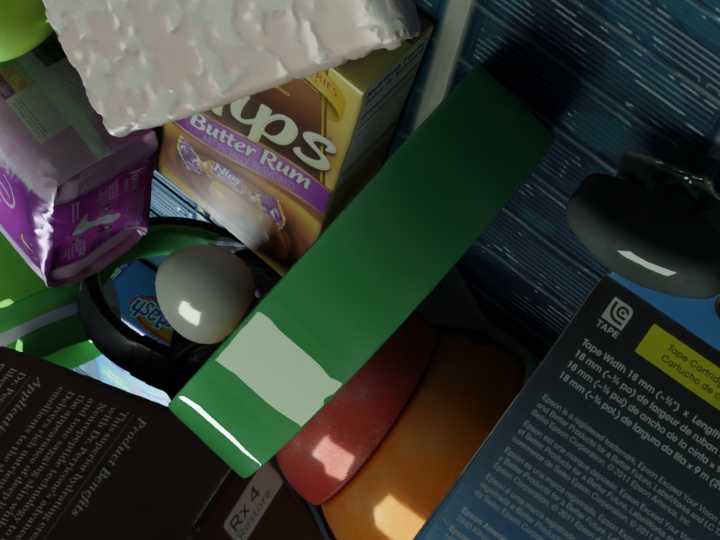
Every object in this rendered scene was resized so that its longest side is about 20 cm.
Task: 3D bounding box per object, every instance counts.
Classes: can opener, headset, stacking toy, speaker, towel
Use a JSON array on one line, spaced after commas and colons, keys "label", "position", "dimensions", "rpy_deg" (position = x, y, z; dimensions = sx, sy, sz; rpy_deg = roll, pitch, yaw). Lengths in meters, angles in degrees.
[{"label": "can opener", "position": [0.177, 0.007, 0.707], "dimensions": [0.199, 0.067, 0.053], "rpy_deg": [22, 146, 27]}, {"label": "headset", "position": [-0.060, 0.023, 1.012], "dimensions": [0.199, 0.124, 0.094], "rpy_deg": [25, 128, 5]}, {"label": "stacking toy", "position": [-0.019, 0.054, 0.917], "dimensions": [0.199, 0.147, 0.146], "rpy_deg": [37, 155, -10]}, {"label": "speaker", "position": [-0.211, -0.039, 1.075], "dimensions": [0.202, 0.088, 0.088], "rpy_deg": [67, 156, 10]}, {"label": "towel", "position": [-0.083, -0.166, 0.758], "dimensions": [0.190, 0.032, 0.201], "rpy_deg": [-13, 108, 43]}]

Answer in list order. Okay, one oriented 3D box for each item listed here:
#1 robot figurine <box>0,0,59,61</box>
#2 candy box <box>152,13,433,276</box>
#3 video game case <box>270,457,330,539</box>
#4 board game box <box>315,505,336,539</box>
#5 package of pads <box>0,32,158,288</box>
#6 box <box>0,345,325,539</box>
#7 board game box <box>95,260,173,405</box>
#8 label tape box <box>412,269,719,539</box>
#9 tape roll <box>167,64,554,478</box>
[{"label": "robot figurine", "position": [-0.221, -0.169, 0.873], "dimensions": [0.198, 0.177, 0.116], "rpy_deg": [15, 166, 6]}, {"label": "candy box", "position": [-0.043, -0.084, 0.882], "dimensions": [0.116, 0.056, 0.200], "rpy_deg": [39, 152, 10]}, {"label": "video game case", "position": [-0.062, 0.166, 1.125], "dimensions": [0.184, 0.022, 0.200], "rpy_deg": [66, 158, 2]}, {"label": "board game box", "position": [-0.004, 0.190, 1.127], "dimensions": [0.120, 0.032, 0.201], "rpy_deg": [118, 126, -81]}, {"label": "package of pads", "position": [-0.195, -0.097, 0.975], "dimensions": [0.200, 0.075, 0.121], "rpy_deg": [49, 155, 16]}, {"label": "box", "position": [-0.139, 0.172, 0.977], "dimensions": [0.199, 0.166, 0.165], "rpy_deg": [17, 151, 36]}, {"label": "board game box", "position": [-0.114, 0.090, 1.249], "dimensions": [0.151, 0.045, 0.201], "rpy_deg": [32, 152, 21]}, {"label": "label tape box", "position": [0.128, 0.095, 0.772], "dimensions": [0.144, 0.201, 0.063], "rpy_deg": [35, 170, 15]}, {"label": "tape roll", "position": [0.000, 0.000, 0.782], "dimensions": [0.048, 0.201, 0.200], "rpy_deg": [42, 154, -1]}]
